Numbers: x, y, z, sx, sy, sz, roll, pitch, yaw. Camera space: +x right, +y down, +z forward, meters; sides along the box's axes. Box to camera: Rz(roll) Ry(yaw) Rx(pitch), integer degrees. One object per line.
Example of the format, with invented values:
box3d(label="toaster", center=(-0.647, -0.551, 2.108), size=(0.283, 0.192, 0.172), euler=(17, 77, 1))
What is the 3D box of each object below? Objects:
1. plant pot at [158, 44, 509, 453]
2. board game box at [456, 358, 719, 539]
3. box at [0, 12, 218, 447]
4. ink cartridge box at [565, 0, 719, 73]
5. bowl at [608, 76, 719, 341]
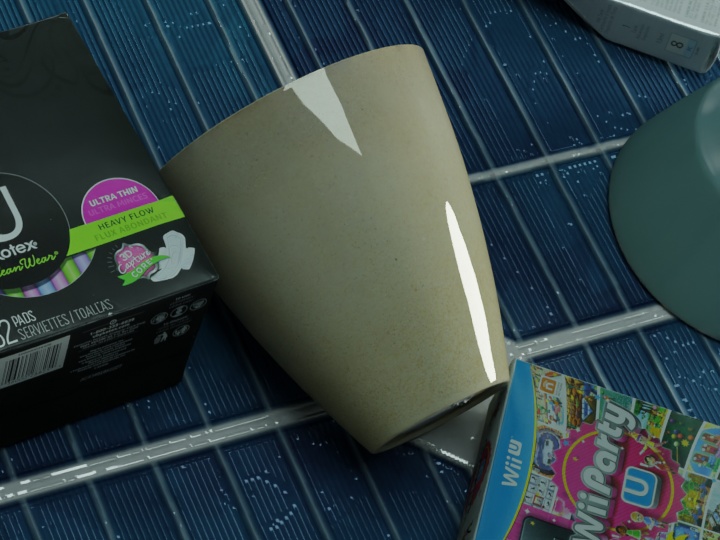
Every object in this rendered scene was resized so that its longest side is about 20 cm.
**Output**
box3d(label="plant pot", center=(0.000, 0.000, 1.497), size=(0.187, 0.187, 0.200), euler=(-23, 81, -28))
box3d(label="board game box", center=(0.162, 0.156, 1.498), size=(0.200, 0.064, 0.148), euler=(18, 54, -4))
box3d(label="box", center=(-0.199, -0.022, 1.467), size=(0.149, 0.124, 0.200), euler=(-19, 64, -26))
box3d(label="ink cartridge box", center=(0.172, -0.238, 1.772), size=(0.200, 0.047, 0.160), euler=(19, 55, 3))
box3d(label="bowl", center=(0.271, -0.056, 1.642), size=(0.201, 0.105, 0.201), euler=(7, 57, -11))
